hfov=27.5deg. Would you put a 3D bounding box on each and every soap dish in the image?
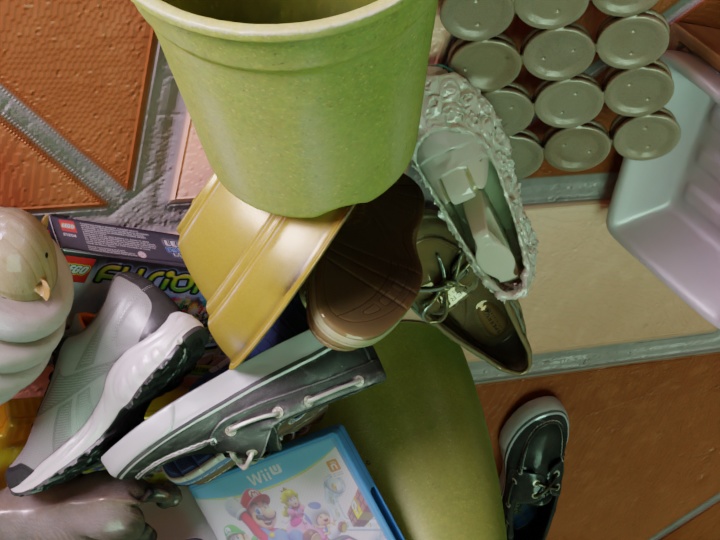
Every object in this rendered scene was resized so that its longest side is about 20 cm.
[{"bbox_3d":[0.276,-0.069,1.107,0.081,0.157,0.201,-25,143,-30],"label":"soap dish"}]

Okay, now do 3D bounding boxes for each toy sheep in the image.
[{"bbox_3d":[-0.255,0.028,0.927,0.137,0.139,0.200,13,141,-38],"label":"toy sheep"}]

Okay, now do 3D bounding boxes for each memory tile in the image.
[{"bbox_3d":[0.140,-0.137,1.019,0.152,0.017,0.200,-9,143,10],"label":"memory tile"}]

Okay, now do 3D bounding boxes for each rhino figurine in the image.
[{"bbox_3d":[-0.238,0.183,1.082,0.199,0.060,0.087,-10,162,13],"label":"rhino figurine"}]

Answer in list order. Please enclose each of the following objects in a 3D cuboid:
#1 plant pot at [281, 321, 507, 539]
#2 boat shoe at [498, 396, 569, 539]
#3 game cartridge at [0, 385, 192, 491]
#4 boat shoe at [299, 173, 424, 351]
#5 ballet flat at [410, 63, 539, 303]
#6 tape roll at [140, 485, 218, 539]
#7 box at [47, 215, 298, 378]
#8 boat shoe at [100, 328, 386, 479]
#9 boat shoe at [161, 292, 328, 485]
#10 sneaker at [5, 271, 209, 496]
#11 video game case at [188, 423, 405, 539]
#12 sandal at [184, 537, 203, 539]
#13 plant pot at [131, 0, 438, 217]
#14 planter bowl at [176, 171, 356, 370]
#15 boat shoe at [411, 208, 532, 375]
[{"bbox_3d":[0.039,0.177,1.192,0.186,0.200,0.188,-16,139,-14],"label":"plant pot"},{"bbox_3d":[0.167,0.199,1.399,0.068,0.057,0.201,-13,138,-17],"label":"boat shoe"},{"bbox_3d":[-0.200,0.149,1.135,0.199,0.033,0.177,-3,145,-27],"label":"game cartridge"},{"bbox_3d":[-0.002,-0.002,0.993,0.073,0.201,0.063,26,123,-11],"label":"boat shoe"},{"bbox_3d":[0.082,-0.055,1.035,0.072,0.072,0.200,-30,126,3],"label":"ballet flat"},{"bbox_3d":[-0.166,0.249,1.218,0.201,0.071,0.203,-12,151,-7],"label":"tape roll"},{"bbox_3d":[-0.148,0.024,1.052,0.199,0.035,0.110,8,129,-35],"label":"box"},{"bbox_3d":[-0.078,0.098,0.992,0.199,0.064,0.071,-29,176,0],"label":"boat shoe"},{"bbox_3d":[-0.058,0.090,1.073,0.200,0.072,0.072,-43,139,4],"label":"boat shoe"},{"bbox_3d":[-0.183,0.080,1.001,0.200,0.079,0.074,-47,168,26],"label":"sneaker"},{"bbox_3d":[-0.027,0.225,1.112,0.143,0.201,0.018,-23,-170,29],"label":"video game case"},{"bbox_3d":[-0.161,0.294,1.106,0.076,0.043,0.201,1,122,-53],"label":"sandal"},{"bbox_3d":[-0.034,-0.136,0.823,0.199,0.201,0.185,-19,143,-10],"label":"plant pot"},{"bbox_3d":[-0.062,-0.041,0.958,0.083,0.201,0.201,33,118,-6],"label":"planter bowl"},{"bbox_3d":[0.082,0.018,1.152,0.073,0.063,0.200,-38,139,14],"label":"boat shoe"}]
